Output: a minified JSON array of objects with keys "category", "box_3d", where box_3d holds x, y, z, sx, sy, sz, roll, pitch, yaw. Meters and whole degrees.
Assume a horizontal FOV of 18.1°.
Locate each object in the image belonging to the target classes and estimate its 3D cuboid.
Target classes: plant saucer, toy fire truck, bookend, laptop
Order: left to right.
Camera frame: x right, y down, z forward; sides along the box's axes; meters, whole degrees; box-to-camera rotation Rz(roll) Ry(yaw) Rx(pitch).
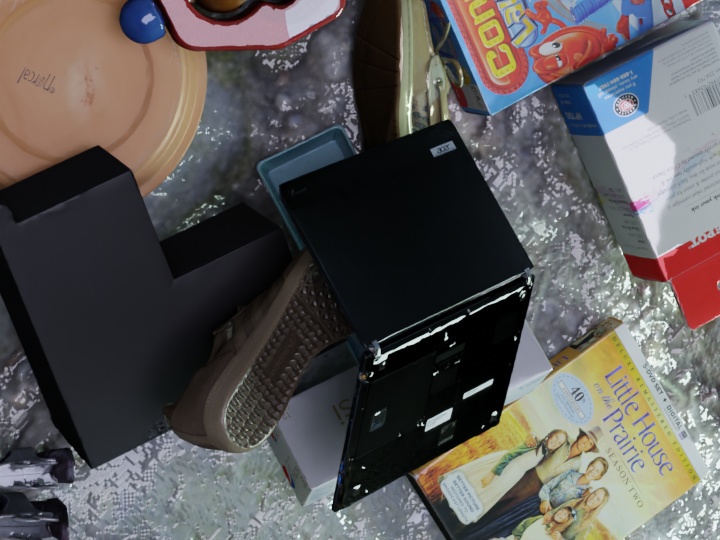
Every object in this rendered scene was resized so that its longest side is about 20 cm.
[{"category":"plant saucer","box_3d":[-0.200,-0.132,1.533,0.199,0.032,0.201,-3,98,-18]},{"category":"bookend","box_3d":[-0.141,-0.006,1.522,0.198,0.092,0.201,-27,114,-15]},{"category":"toy fire truck","box_3d":[-0.105,-0.235,1.510,0.167,0.112,0.201,-29,106,-9]},{"category":"plant saucer","box_3d":[0.000,0.000,1.589,0.070,0.019,0.201,-26,83,-9]},{"category":"laptop","box_3d":[0.023,0.028,1.508,0.177,0.103,0.201,-23,135,-43]}]

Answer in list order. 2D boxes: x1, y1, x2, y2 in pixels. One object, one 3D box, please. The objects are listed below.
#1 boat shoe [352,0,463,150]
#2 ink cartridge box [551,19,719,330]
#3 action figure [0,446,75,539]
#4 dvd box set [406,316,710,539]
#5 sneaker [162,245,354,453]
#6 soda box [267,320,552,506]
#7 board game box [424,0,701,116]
[{"category":"boat shoe","box_3d":[0.038,-0.109,1.603,0.062,0.073,0.201,-11,112,-23]},{"category":"ink cartridge box","box_3d":[0.237,-0.070,1.667,0.116,0.067,0.201,-27,102,-14]},{"category":"action figure","box_3d":[-0.295,0.150,1.523,0.199,0.069,0.131,0,107,-15]},{"category":"dvd box set","box_3d":[0.149,0.150,1.695,0.200,0.029,0.147,-34,107,-11]},{"category":"sneaker","box_3d":[-0.058,0.034,1.484,0.200,0.075,0.071,-50,126,-31]},{"category":"soda box","box_3d":[0.033,0.091,1.618,0.199,0.064,0.068,-25,78,-15]},{"category":"board game box","box_3d":[0.126,-0.243,1.616,0.195,0.056,0.201,-29,106,-13]}]
